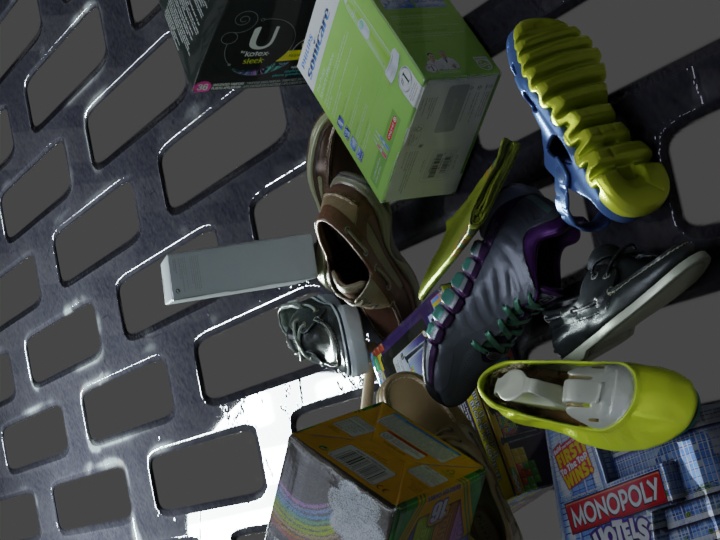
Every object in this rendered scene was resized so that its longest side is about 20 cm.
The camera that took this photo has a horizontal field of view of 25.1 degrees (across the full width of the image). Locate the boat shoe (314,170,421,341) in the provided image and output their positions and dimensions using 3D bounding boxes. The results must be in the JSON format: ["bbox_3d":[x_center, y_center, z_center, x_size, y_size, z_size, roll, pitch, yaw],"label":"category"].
[{"bbox_3d":[0.000,0.000,1.530,0.075,0.072,0.201,12,139,37],"label":"boat shoe"}]

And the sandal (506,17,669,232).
[{"bbox_3d":[0.163,-0.109,1.268,0.201,0.079,0.087,69,152,25],"label":"sandal"}]

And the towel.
[{"bbox_3d":[0.088,-0.041,1.387,0.087,0.018,0.200,-62,1,-22],"label":"towel"}]

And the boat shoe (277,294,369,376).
[{"bbox_3d":[-0.040,0.070,1.646,0.200,0.070,0.073,-155,56,-75],"label":"boat shoe"}]

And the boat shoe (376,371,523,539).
[{"bbox_3d":[0.077,0.163,1.372,0.201,0.071,0.065,55,174,24],"label":"boat shoe"}]

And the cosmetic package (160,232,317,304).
[{"bbox_3d":[-0.132,0.000,1.701,0.200,0.149,0.052,165,98,-80],"label":"cosmetic package"}]

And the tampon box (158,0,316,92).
[{"bbox_3d":[-0.096,-0.294,1.615,0.127,0.149,0.200,66,148,27],"label":"tampon box"}]

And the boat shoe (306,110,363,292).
[{"bbox_3d":[-0.004,-0.062,1.597,0.075,0.074,0.204,38,141,48],"label":"boat shoe"}]

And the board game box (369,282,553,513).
[{"bbox_3d":[0.092,0.132,1.480,0.165,0.056,0.202,-45,60,54],"label":"board game box"}]

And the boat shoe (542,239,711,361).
[{"bbox_3d":[0.196,0.013,1.240,0.067,0.074,0.200,60,156,13],"label":"boat shoe"}]

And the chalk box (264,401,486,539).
[{"bbox_3d":[0.002,0.233,1.320,0.124,0.123,0.202,30,118,32],"label":"chalk box"}]

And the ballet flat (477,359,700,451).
[{"bbox_3d":[0.164,0.097,1.229,0.199,0.067,0.067,1,72,53],"label":"ballet flat"}]

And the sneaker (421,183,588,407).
[{"bbox_3d":[0.119,0.031,1.346,0.087,0.074,0.202,30,104,44],"label":"sneaker"}]

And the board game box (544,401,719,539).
[{"bbox_3d":[0.217,0.179,1.257,0.200,0.061,0.202,-38,65,58],"label":"board game box"}]

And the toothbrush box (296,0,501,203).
[{"bbox_3d":[0.030,-0.185,1.479,0.201,0.085,0.146,58,144,35],"label":"toothbrush box"}]

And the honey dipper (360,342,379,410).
[{"bbox_3d":[0.001,0.170,1.678,0.038,0.038,0.202,33,124,54],"label":"honey dipper"}]
